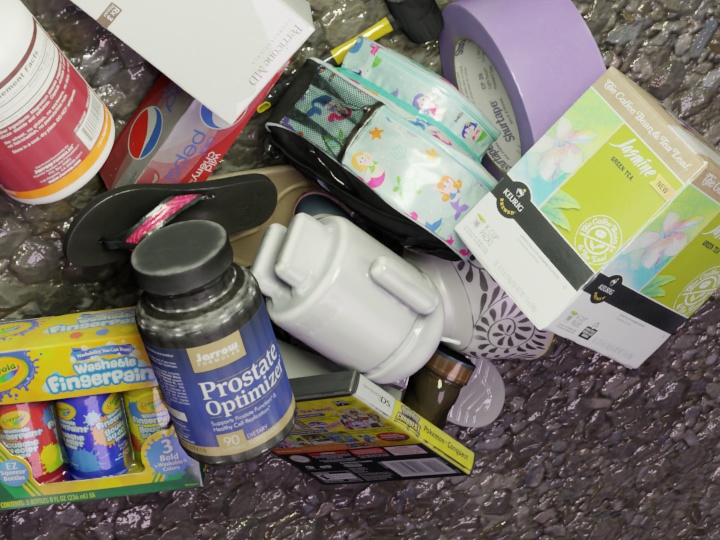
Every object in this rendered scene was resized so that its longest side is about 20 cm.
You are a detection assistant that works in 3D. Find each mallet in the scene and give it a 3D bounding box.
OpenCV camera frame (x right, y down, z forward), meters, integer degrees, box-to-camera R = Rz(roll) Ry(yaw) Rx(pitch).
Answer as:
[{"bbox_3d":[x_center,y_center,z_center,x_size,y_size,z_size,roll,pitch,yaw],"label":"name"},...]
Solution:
[{"bbox_3d":[-0.021,-0.204,1.584,0.200,0.041,0.066,-27,137,-2],"label":"mallet"}]

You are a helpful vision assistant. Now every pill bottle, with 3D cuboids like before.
[{"bbox_3d":[-0.131,0.062,1.518,0.112,0.112,0.200,-23,122,-11],"label":"pill bottle"},{"bbox_3d":[-0.294,-0.153,1.410,0.113,0.113,0.200,-35,136,1],"label":"pill bottle"}]

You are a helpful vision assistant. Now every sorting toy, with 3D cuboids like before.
[{"bbox_3d":[-0.101,-0.027,1.694,0.200,0.036,0.185,-14,133,-27],"label":"sorting toy"}]

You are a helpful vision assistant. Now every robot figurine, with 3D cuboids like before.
[{"bbox_3d":[-0.005,0.028,1.572,0.200,0.170,0.113,34,63,-26],"label":"robot figurine"}]

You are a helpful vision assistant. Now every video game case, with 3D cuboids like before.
[{"bbox_3d":[-0.021,0.153,1.661,0.200,0.026,0.181,-10,144,42],"label":"video game case"}]

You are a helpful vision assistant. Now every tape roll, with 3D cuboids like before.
[{"bbox_3d":[0.152,-0.164,1.599,0.085,0.200,0.200,-23,135,-11],"label":"tape roll"}]

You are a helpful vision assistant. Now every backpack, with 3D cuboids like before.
[{"bbox_3d":[0.039,-0.102,1.554,0.151,0.200,0.178,-50,149,2],"label":"backpack"}]

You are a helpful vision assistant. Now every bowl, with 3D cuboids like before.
[{"bbox_3d":[0.095,0.011,1.711,0.094,0.201,0.201,-22,136,-22],"label":"bowl"}]

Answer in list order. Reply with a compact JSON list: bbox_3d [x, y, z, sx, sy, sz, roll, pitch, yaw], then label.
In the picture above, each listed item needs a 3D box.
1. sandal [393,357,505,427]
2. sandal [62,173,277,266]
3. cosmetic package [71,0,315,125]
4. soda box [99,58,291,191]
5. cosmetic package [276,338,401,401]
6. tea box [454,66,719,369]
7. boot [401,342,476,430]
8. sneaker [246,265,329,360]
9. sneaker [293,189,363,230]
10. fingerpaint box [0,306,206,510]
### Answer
[{"bbox_3d":[0.078,0.104,1.904,0.203,0.050,0.082,31,94,-30],"label":"sandal"},{"bbox_3d":[-0.162,-0.041,1.532,0.200,0.045,0.075,-13,135,-20],"label":"sandal"},{"bbox_3d":[-0.146,-0.225,1.405,0.200,0.081,0.113,36,105,-17],"label":"cosmetic package"},{"bbox_3d":[-0.147,-0.138,1.538,0.063,0.070,0.200,21,115,-40],"label":"soda box"},{"bbox_3d":[-0.084,0.122,1.726,0.200,0.052,0.151,24,155,-24],"label":"cosmetic package"},{"bbox_3d":[0.227,-0.040,1.508,0.197,0.134,0.200,-48,148,14],"label":"tea box"},{"bbox_3d":[0.063,0.119,1.766,0.075,0.200,0.097,26,91,-1],"label":"boot"},{"bbox_3d":[-0.053,0.032,1.704,0.088,0.074,0.200,-40,149,-3],"label":"sneaker"},{"bbox_3d":[0.000,0.000,1.676,0.070,0.082,0.200,-27,127,7],"label":"sneaker"},{"bbox_3d":[-0.254,0.127,1.627,0.200,0.073,0.167,-6,113,1],"label":"fingerpaint box"}]
